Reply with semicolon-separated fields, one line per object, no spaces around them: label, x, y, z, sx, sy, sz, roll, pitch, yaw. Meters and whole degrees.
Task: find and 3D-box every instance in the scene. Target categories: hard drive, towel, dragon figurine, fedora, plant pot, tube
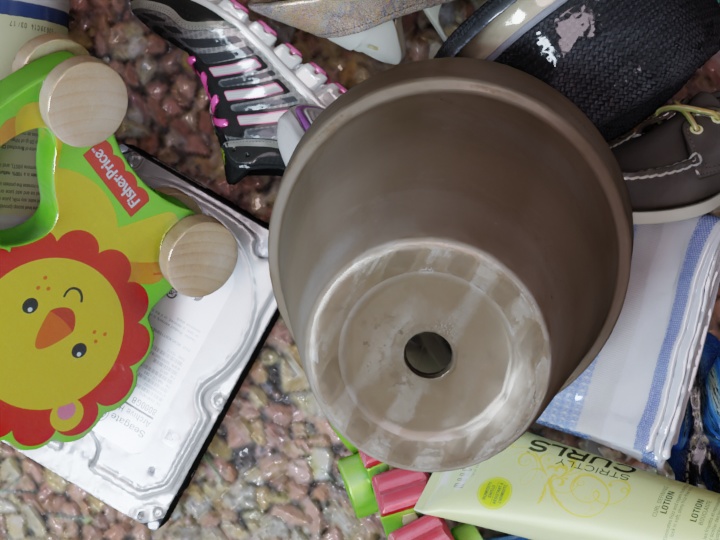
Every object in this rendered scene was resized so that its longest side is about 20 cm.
hard drive;-0.136;0.041;1.103;0.139;0.038;0.201;30;95;4
towel;0.113;0.018;1.041;0.199;0.024;0.149;17;92;34
dragon figurine;0.196;0.074;1.040;0.058;0.099;0.203;-5;91;5
fedora;0.138;-0.129;0.993;0.200;0.201;0.092;-35;83;5
plant pot;0.042;0.010;0.890;0.197;0.174;0.202;2;110;5
tube;0.133;0.133;0.991;0.198;0.058;0.053;15;99;23

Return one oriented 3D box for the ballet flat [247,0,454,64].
ballet flat;0.034;-0.162;1.056;0.198;0.068;0.068;-15;111;-5

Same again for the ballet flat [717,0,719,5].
ballet flat;0.232;-0.233;1.046;0.063;0.076;0.203;2;96;-14

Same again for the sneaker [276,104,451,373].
sneaker;0.000;0.000;1.029;0.099;0.075;0.201;-31;95;34

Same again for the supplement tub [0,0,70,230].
supplement tub;-0.250;-0.080;1.056;0.143;0.145;0.203;4;92;5

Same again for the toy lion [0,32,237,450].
toy lion;-0.179;-0.002;1.000;0.191;0.069;0.201;-41;128;-10

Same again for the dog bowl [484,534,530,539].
dog bowl;0.086;0.214;1.081;0.198;0.050;0.113;-12;90;6

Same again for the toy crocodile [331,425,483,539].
toy crocodile;0.030;0.143;1.040;0.067;0.062;0.201;-21;50;-3

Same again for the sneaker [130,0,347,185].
sneaker;-0.070;-0.100;1.073;0.199;0.074;0.088;38;89;-2

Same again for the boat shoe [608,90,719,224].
boat shoe;0.197;-0.074;1.011;0.199;0.072;0.061;-15;119;-30
